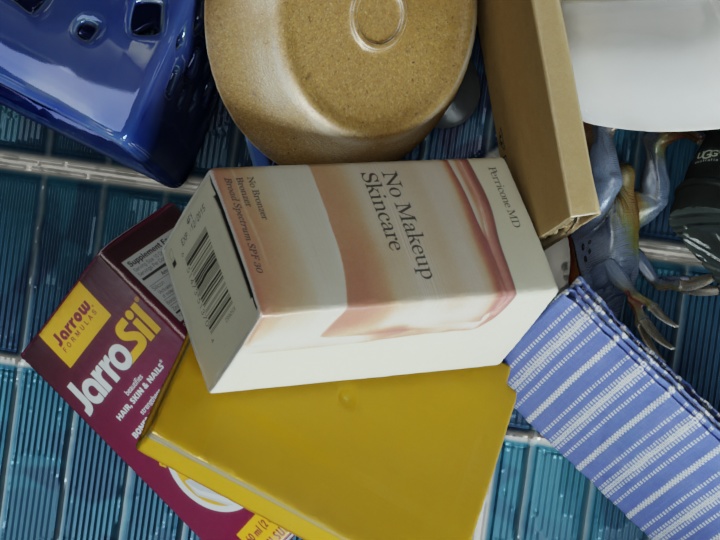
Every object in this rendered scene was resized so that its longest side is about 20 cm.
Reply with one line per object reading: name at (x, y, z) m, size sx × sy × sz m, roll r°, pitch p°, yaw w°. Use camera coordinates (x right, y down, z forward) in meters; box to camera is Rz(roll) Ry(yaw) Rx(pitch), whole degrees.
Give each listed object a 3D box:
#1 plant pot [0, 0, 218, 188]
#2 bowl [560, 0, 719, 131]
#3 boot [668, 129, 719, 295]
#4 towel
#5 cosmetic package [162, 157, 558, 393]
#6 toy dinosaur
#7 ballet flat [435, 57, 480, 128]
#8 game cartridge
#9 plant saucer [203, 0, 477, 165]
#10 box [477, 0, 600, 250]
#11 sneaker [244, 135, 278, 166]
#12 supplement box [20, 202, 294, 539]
plant pot at (-0.169, -0.181, 1.285) m, size 0.199 × 0.200 × 0.180 m, roll 26°, pitch 86°, yaw 6°
bowl at (0.202, -0.178, 1.217) m, size 0.075 × 0.200 × 0.200 m, roll 45°, pitch 69°, yaw -28°
boot at (0.257, -0.058, 1.275) m, size 0.073 × 0.198 × 0.163 m, roll 1°, pitch 58°, yaw 39°
towel at (0.173, 0.101, 1.280) m, size 0.200 × 0.145 × 0.024 m, roll 44°, pitch 59°, yaw 5°
cosmetic package at (0.000, 0.000, 1.231) m, size 0.199 × 0.087 × 0.104 m, roll -5°, pitch 59°, yaw -32°
toy dinosaur at (0.158, -0.010, 1.320) m, size 0.200 × 0.105 × 0.182 m, roll 38°, pitch 110°, yaw 41°
ballet flat at (-0.001, -0.170, 1.323) m, size 0.073 × 0.073 × 0.200 m, roll -38°, pitch 86°, yaw 6°
game cartridge at (-0.013, 0.082, 1.248) m, size 0.200 × 0.177 × 0.032 m, roll 31°, pitch 139°, yaw -10°
plant saucer at (0.001, -0.151, 1.246) m, size 0.200 × 0.035 × 0.201 m, roll -8°, pitch 103°, yaw -36°
box at (0.098, -0.118, 1.255) m, size 0.021 × 0.163 × 0.201 m, roll -8°, pitch 84°, yaw -7°
sneaker at (-0.027, -0.066, 1.330) m, size 0.078 × 0.070 × 0.201 m, roll -10°, pitch 96°, yaw 4°
supplement box at (-0.094, 0.074, 1.307) m, size 0.200 × 0.086 × 0.110 m, roll 44°, pitch 126°, yaw 5°
